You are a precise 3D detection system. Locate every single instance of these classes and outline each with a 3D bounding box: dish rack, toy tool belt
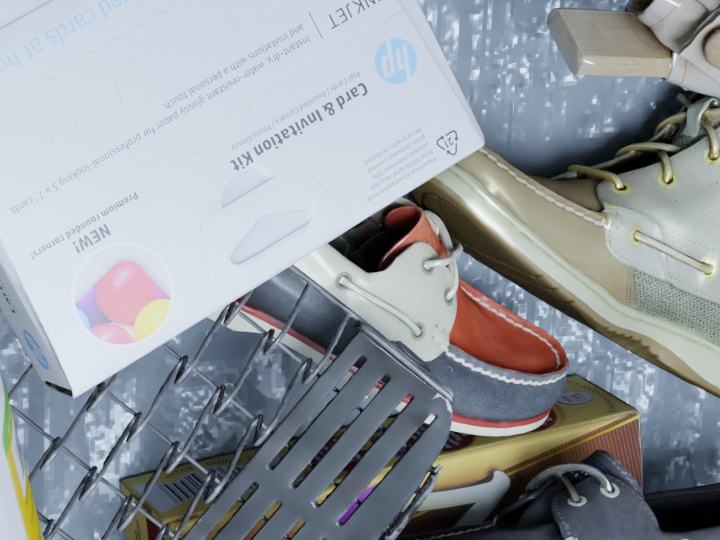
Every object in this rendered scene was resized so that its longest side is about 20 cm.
[{"bbox_3d":[-0.076,0.044,0.745,0.200,0.055,0.153,38,109,-5],"label":"dish rack"},{"bbox_3d":[0.134,-0.143,0.793,0.123,0.200,0.125,7,147,1],"label":"toy tool belt"}]

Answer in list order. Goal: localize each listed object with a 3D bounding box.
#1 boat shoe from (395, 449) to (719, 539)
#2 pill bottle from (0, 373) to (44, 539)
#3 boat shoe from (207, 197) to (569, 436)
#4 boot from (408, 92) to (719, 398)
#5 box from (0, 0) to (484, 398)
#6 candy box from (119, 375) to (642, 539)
[{"bbox_3d":[0.091,0.100,0.824,0.200,0.070,0.066,4,95,-26],"label":"boat shoe"},{"bbox_3d":[-0.150,0.102,0.678,0.111,0.111,0.200,-23,139,-17],"label":"pill bottle"},{"bbox_3d":[0.000,0.000,0.807,0.200,0.071,0.063,25,113,-23],"label":"boat shoe"},{"bbox_3d":[0.122,-0.047,0.853,0.200,0.072,0.155,29,92,-32],"label":"boot"},{"bbox_3d":[-0.072,-0.088,0.663,0.156,0.041,0.200,-32,104,-17],"label":"box"},{"bbox_3d":[0.013,0.120,0.862,0.200,0.056,0.117,-13,109,-22],"label":"candy box"}]
